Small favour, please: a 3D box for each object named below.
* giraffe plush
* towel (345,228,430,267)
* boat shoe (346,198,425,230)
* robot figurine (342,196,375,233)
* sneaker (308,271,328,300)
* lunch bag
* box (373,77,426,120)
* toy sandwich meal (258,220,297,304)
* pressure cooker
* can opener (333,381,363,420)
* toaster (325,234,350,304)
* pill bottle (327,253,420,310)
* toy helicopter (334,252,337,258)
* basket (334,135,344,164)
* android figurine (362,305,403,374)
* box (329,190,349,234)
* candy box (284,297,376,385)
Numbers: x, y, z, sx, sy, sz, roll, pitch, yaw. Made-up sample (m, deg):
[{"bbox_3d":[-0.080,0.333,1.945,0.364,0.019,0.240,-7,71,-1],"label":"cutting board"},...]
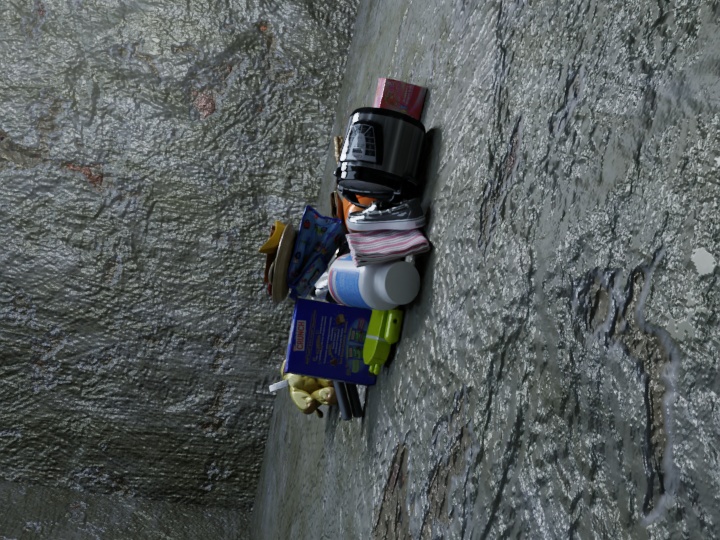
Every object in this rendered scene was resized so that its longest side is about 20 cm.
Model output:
[{"bbox_3d":[-0.137,0.342,2.168,0.162,0.200,0.173,59,-152,-58],"label":"giraffe plush"},{"bbox_3d":[0.049,-0.060,1.494,0.200,0.146,0.030,-109,6,-71],"label":"towel"},{"bbox_3d":[0.048,-0.116,1.538,0.200,0.069,0.057,3,112,43],"label":"boat shoe"},{"bbox_3d":[0.015,-0.146,1.854,0.144,0.117,0.200,-42,24,18],"label":"robot figurine"},{"bbox_3d":[-0.062,0.040,1.927,0.092,0.076,0.200,-37,8,-35],"label":"sneaker"},{"bbox_3d":[-0.118,-0.028,1.748,0.151,0.094,0.200,74,-139,-80],"label":"lunch bag"},{"bbox_3d":[0.074,-0.335,1.761,0.095,0.102,0.200,-114,37,-74],"label":"box"},{"bbox_3d":[-0.190,-0.023,1.711,0.205,0.070,0.206,11,-90,-87],"label":"toy sandwich meal"},{"bbox_3d":[0.042,-0.225,1.610,0.176,0.178,0.200,168,116,-79],"label":"pressure cooker"},{"bbox_3d":[-0.045,0.246,1.768,0.067,0.053,0.200,149,108,-68],"label":"can opener"},{"bbox_3d":[0.000,0.000,1.745,0.200,0.129,0.114,111,165,-48],"label":"toaster"},{"bbox_3d":[0.027,0.022,1.506,0.200,0.112,0.112,4,83,59],"label":"pill bottle"},{"bbox_3d":[-0.051,-0.059,2.038,0.079,0.200,0.132,-33,6,17],"label":"toy helicopter"},{"bbox_3d":[-0.013,-0.259,2.048,0.200,0.149,0.143,-100,22,-62],"label":"basket"},{"bbox_3d":[0.047,0.119,1.605,0.182,0.041,0.200,159,123,-78],"label":"android figurine"},{"bbox_3d":[-0.022,-0.088,1.927,0.200,0.021,0.164,61,-171,-26],"label":"box"},{"bbox_3d":[-0.060,0.161,1.710,0.077,0.200,0.169,133,147,-72],"label":"candy box"}]
